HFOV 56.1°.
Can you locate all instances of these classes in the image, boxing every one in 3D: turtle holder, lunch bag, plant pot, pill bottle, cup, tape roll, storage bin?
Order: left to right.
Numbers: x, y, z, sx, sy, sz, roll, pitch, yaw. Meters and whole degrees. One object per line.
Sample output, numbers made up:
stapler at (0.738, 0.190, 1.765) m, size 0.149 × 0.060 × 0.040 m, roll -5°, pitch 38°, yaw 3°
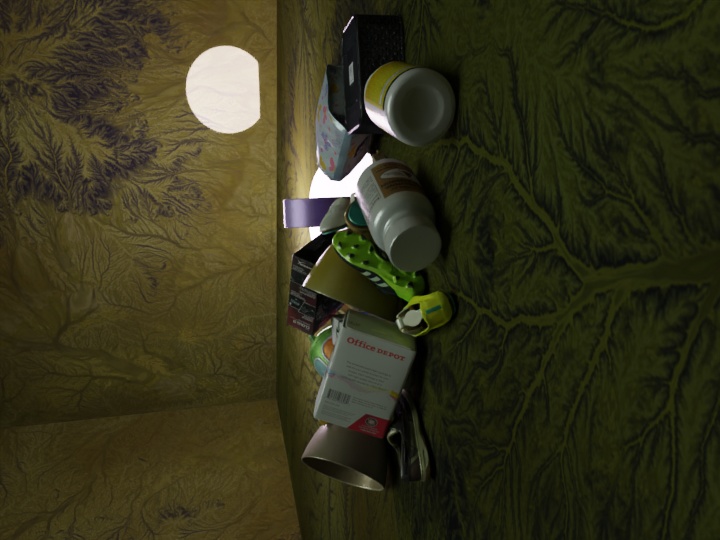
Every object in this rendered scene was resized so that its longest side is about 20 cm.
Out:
tape roll at (-0.081, -0.136, 1.570) m, size 0.200 × 0.196 × 0.067 m, roll -158°, pitch 65°, yaw -75°
turtle holder at (-0.055, 0.231, 1.697) m, size 0.132 × 0.139 × 0.188 m, roll 49°, pitch 135°, yaw 41°
lunch bag at (-0.035, -0.320, 1.500) m, size 0.171 × 0.124 × 0.203 m, roll 109°, pitch 164°, yaw -53°
cup at (-0.020, 0.392, 1.531) m, size 0.201 × 0.197 × 0.145 m, roll 116°, pitch 174°, yaw -64°
plant pot at (0.000, 0.000, 1.345) m, size 0.200 × 0.197 × 0.145 m, roll -168°, pitch 99°, yaw -76°
storage bin at (0.023, -0.372, 1.296) m, size 0.135 × 0.092 × 0.205 m, roll -176°, pitch 82°, yaw -77°
pill bottle at (0.065, -0.093, 1.140) m, size 0.201 × 0.112 × 0.116 m, roll -110°, pitch 21°, yaw -51°
pill bottle at (0.069, -0.273, 1.081) m, size 0.200 × 0.110 × 0.115 m, roll -123°, pitch 32°, yaw -64°

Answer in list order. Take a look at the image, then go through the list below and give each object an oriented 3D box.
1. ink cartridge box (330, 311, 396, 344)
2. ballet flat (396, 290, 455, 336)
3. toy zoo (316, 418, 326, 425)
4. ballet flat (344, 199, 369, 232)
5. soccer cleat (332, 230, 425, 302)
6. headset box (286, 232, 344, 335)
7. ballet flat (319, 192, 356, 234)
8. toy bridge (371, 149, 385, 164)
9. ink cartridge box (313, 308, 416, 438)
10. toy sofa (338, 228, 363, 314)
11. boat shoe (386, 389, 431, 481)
ink cartridge box at (0.012, 0.135, 1.422) m, size 0.200 × 0.113 × 0.069 m, roll -161°, pitch 67°, yaw -75°
ballet flat at (0.096, 0.077, 1.134) m, size 0.068 × 0.066 × 0.200 m, roll 65°, pitch 163°, yaw 6°
toy zoo at (-0.034, 0.269, 1.522) m, size 0.201 × 0.020 × 0.131 m, roll -51°, pitch 2°, yaw 15°
ballet flat at (0.016, -0.110, 1.291) m, size 0.063 × 0.068 × 0.200 m, roll -57°, pitch -4°, yaw 38°
soccer cleat at (0.029, -0.001, 1.230) m, size 0.198 × 0.068 × 0.082 m, roll 33°, pitch 151°, yaw 18°
headset box at (-0.092, 0.033, 1.509) m, size 0.149 × 0.076 × 0.203 m, roll -42°, pitch -32°, yaw -51°
ballet flat at (-0.019, -0.121, 1.355) m, size 0.068 × 0.198 × 0.071 m, roll 13°, pitch 112°, yaw 37°
toy bridge at (0.030, -0.163, 1.461) m, size 0.068 × 0.027 × 0.204 m, roll -112°, pitch 23°, yaw -57°
ink cartridge box at (0.008, 0.195, 1.270) m, size 0.086 × 0.145 × 0.203 m, roll -81°, pitch 11°, yaw -70°
toy sofa at (-0.012, 0.001, 1.608) m, size 0.082 × 0.096 × 0.204 m, roll 31°, pitch 127°, yaw 44°
boat shoe at (0.081, 0.307, 1.277) m, size 0.201 × 0.063 × 0.074 m, roll -110°, pitch 19°, yaw -53°
